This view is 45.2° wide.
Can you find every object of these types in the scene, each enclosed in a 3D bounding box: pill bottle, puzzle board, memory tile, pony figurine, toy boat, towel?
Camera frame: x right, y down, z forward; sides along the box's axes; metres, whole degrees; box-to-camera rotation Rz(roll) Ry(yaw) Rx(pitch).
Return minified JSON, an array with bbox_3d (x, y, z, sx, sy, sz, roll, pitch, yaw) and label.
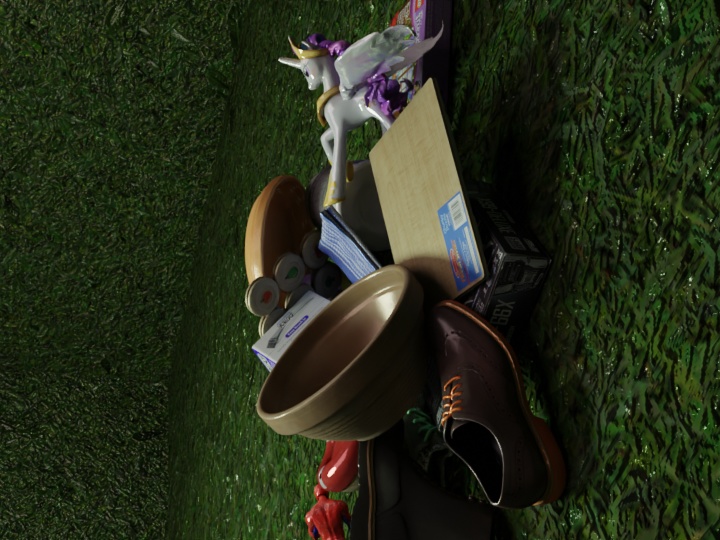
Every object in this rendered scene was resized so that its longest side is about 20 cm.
[{"bbox_3d":[-0.007,-0.090,1.155,0.200,0.112,0.116,-161,79,-71],"label":"pill bottle"},{"bbox_3d":[0.065,-0.061,0.851,0.151,0.017,0.203,-43,56,58],"label":"puzzle board"},{"bbox_3d":[-0.071,0.062,1.163,0.017,0.153,0.202,18,139,43],"label":"memory tile"},{"bbox_3d":[0.009,-0.195,0.981,0.166,0.191,0.203,-21,-85,-64],"label":"pony figurine"},{"bbox_3d":[-0.038,0.182,1.121,0.131,0.129,0.203,131,143,-60],"label":"toy boat"},{"bbox_3d":[0.000,0.000,1.026,0.024,0.145,0.200,-40,-4,-7],"label":"towel"}]

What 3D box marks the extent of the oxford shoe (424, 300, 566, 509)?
[{"bbox_3d":[0.098,0.107,0.735,0.201,0.072,0.072,60,136,34],"label":"oxford shoe"}]

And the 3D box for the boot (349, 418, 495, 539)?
[{"bbox_3d":[0.067,0.212,0.835,0.202,0.136,0.078,-84,-16,-45],"label":"boot"}]

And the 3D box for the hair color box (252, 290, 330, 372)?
[{"bbox_3d":[-0.033,0.108,1.056,0.199,0.109,0.065,25,153,48],"label":"hair color box"}]

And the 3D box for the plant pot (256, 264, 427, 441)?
[{"bbox_3d":[0.000,0.097,0.844,0.200,0.093,0.201,-40,16,14],"label":"plant pot"}]

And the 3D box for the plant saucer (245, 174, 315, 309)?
[{"bbox_3d":[-0.111,-0.030,1.197,0.200,0.037,0.204,1,-90,-73],"label":"plant saucer"}]

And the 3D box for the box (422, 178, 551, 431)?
[{"bbox_3d":[0.105,0.034,0.860,0.158,0.049,0.203,-112,34,-58],"label":"box"}]

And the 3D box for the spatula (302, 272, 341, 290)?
[{"bbox_3d":[-0.043,0.095,1.238,0.021,0.055,0.203,-66,-32,-69],"label":"spatula"}]

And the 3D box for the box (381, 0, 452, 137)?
[{"bbox_3d":[0.069,-0.245,1.099,0.137,0.038,0.204,156,119,-69],"label":"box"}]

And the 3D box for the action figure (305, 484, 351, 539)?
[{"bbox_3d":[-0.023,0.372,1.097,0.099,0.064,0.202,75,176,-58],"label":"action figure"}]

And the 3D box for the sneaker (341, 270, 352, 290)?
[{"bbox_3d":[-0.037,0.044,1.259,0.076,0.075,0.203,-115,39,-62],"label":"sneaker"}]

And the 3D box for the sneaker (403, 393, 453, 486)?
[{"bbox_3d":[0.067,0.187,0.929,0.088,0.076,0.203,-26,54,37],"label":"sneaker"}]
